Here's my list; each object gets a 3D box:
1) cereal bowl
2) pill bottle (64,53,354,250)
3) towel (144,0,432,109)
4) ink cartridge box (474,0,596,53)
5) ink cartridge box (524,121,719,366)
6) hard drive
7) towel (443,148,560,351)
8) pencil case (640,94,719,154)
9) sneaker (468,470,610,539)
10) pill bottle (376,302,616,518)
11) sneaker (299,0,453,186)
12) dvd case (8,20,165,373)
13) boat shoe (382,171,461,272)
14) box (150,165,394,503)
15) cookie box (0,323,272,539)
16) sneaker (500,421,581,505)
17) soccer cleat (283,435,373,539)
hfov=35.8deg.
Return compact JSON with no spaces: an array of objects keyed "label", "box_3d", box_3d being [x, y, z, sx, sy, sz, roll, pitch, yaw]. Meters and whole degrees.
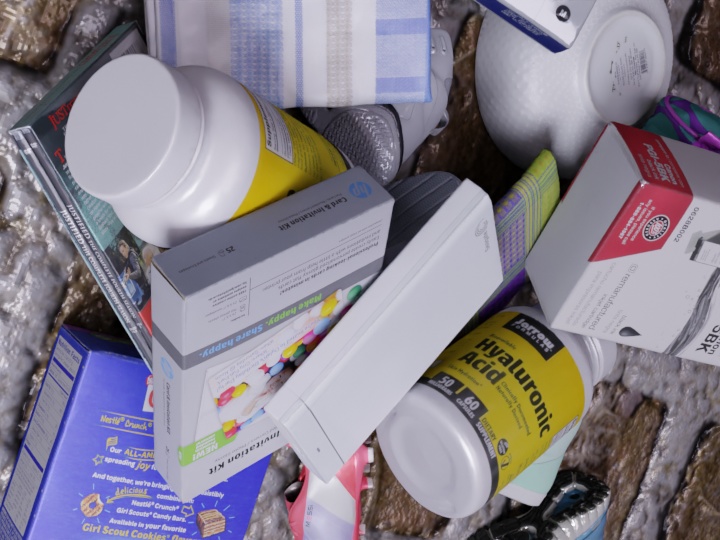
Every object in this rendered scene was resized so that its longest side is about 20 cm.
[{"label":"cereal bowl","box_3d":[0.196,-0.175,0.947,0.197,0.083,0.204,-9,108,-30]},{"label":"pill bottle","box_3d":[-0.089,-0.060,0.709,0.199,0.111,0.114,24,89,-58]},{"label":"towel","box_3d":[-0.048,-0.182,0.741,0.196,0.024,0.150,-2,102,-8]},{"label":"ink cartridge box","box_3d":[0.122,-0.303,0.848,0.198,0.041,0.202,28,86,-14]},{"label":"ink cartridge box","box_3d":[0.254,-0.013,0.879,0.197,0.083,0.148,13,126,-20]},{"label":"hard drive","box_3d":[0.023,0.046,0.764,0.200,0.027,0.132,-48,155,-13]},{"label":"towel","box_3d":[0.088,0.008,0.885,0.200,0.023,0.144,-44,151,-16]},{"label":"pencil case","box_3d":[0.241,-0.050,0.959,0.084,0.093,0.201,30,119,-1]},{"label":"sneaker","box_3d":[0.168,0.280,1.059,0.198,0.078,0.091,-28,120,-24]},{"label":"pill bottle","box_3d":[0.115,0.097,0.887,0.199,0.110,0.113,-32,119,-36]},{"label":"sneaker","box_3d":[-0.002,-0.170,0.824,0.115,0.075,0.202,-36,105,-39]},{"label":"dvd case","box_3d":[-0.141,-0.045,0.747,0.202,0.022,0.147,66,31,-29]},{"label":"boat shoe","box_3d":[0.000,0.000,0.839,0.199,0.072,0.062,-35,135,-11]},{"label":"box","box_3d":[-0.060,0.045,0.719,0.155,0.041,0.202,-26,146,-31]},{"label":"cookie box","box_3d":[-0.161,0.159,0.804,0.169,0.075,0.203,18,92,-36]},{"label":"sneaker","box_3d":[0.121,0.131,0.984,0.199,0.073,0.119,24,96,-45]},{"label":"soccer cleat","box_3d":[-0.031,0.216,0.925,0.075,0.067,0.203,4,109,-2]}]
